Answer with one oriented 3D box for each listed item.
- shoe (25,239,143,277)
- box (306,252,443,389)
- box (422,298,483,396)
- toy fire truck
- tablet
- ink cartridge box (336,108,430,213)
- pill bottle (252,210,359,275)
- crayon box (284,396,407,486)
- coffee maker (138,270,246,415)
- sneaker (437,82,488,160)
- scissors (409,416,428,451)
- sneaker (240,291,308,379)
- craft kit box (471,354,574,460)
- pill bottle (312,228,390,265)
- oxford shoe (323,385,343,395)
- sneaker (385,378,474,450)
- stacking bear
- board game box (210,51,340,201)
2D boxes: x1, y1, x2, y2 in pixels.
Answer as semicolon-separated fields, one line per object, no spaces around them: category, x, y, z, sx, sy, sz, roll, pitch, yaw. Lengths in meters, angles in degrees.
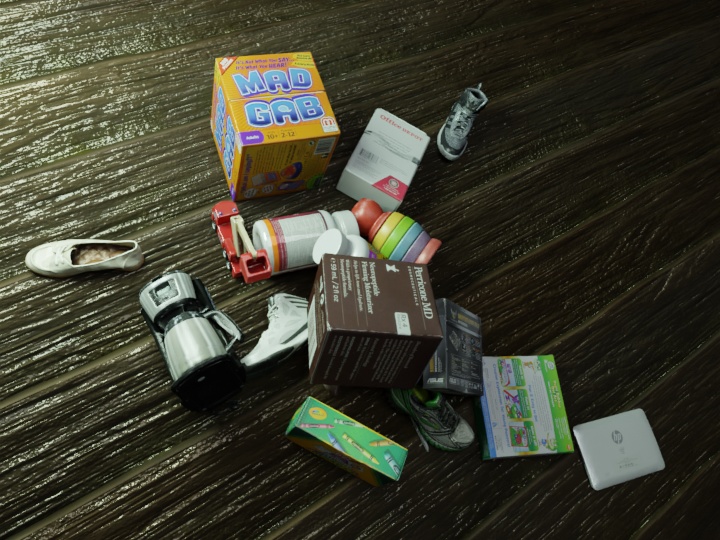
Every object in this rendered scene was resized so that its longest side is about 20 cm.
shoe;-0.500;-0.030;1.045;0.196;0.053;0.071;-4;68;-19
box;0.015;0.091;1.009;0.196;0.166;0.168;5;47;-15
box;0.177;0.151;1.091;0.199;0.048;0.161;25;61;-57
toy fire truck;-0.231;-0.056;1.093;0.048;0.141;0.203;-16;73;-23
tablet;0.552;0.378;1.227;0.197;0.014;0.132;-7;69;-21
ink cartridge box;0.053;-0.244;1.302;0.144;0.084;0.202;28;61;-4
pill bottle;-0.108;-0.060;1.153;0.197;0.110;0.111;-12;71;-22
crayon box;-0.028;0.304;1.012;0.198;0.119;0.059;29;61;-3
coffee maker;-0.292;0.130;0.993;0.133;0.194;0.201;-15;55;-30
sneaker;0.251;-0.371;1.404;0.075;0.114;0.202;25;62;-5
scissors;0.085;0.256;1.131;0.072;0.014;0.204;0;69;-26
sneaker;-0.166;0.116;1.088;0.199;0.076;0.116;-28;69;-34
craft kit box;0.326;0.277;1.183;0.194;0.049;0.203;1;67;-15
pill bottle;0.000;0.000;1.112;0.199;0.103;0.106;35;54;-40
oxford shoe;-0.029;0.151;1.118;0.070;0.074;0.201;9;43;23
sneaker;0.140;0.271;1.092;0.199;0.085;0.079;38;57;-8
stacking bear;0.063;-0.074;1.220;0.199;0.114;0.122;36;61;6
board game box;-0.183;-0.292;1.180;0.197;0.200;0.203;-13;71;-23
